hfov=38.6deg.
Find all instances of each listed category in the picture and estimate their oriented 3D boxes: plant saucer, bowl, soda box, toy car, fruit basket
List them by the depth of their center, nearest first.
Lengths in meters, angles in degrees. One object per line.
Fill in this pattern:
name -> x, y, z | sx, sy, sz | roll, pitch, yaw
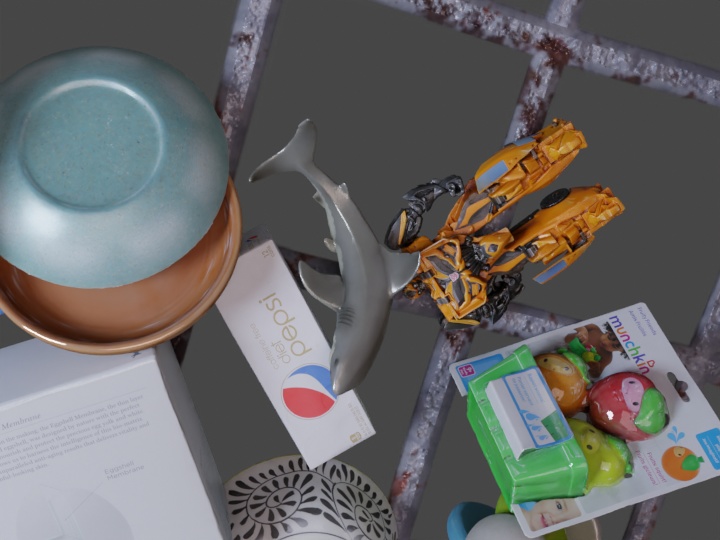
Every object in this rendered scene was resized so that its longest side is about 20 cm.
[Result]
plant saucer -> -0.199, -0.088, 0.770 | 0.201, 0.039, 0.201 | 2, 71, -6
plant saucer -> -0.191, -0.027, 0.796 | 0.200, 0.037, 0.200 | 2, 68, -4
soda box -> -0.062, 0.066, 0.879 | 0.068, 0.064, 0.200 | -28, 109, -3
fruit basket -> 0.200, 0.120, 0.896 | 0.200, 0.185, 0.094 | -19, 142, -3
bowl -> -0.053, 0.275, 0.922 | 0.200, 0.094, 0.201 | -3, 104, -11
toy car -> 0.135, 0.295, 0.944 | 0.150, 0.175, 0.200 | -9, 88, 34

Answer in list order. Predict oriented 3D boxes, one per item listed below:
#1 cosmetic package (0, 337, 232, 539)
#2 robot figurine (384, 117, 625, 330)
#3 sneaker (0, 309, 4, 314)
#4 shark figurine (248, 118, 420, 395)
cosmetic package -> -0.228, 0.159, 0.831 | 0.199, 0.123, 0.200 | -17, 114, -5
robot figurine -> 0.120, -0.035, 0.892 | 0.200, 0.058, 0.145 | -36, 108, -1
sneaker -> -0.372, 0.024, 0.808 | 0.200, 0.066, 0.079 | 6, 115, -13
shark figurine -> 0.003, -0.021, 0.842 | 0.128, 0.089, 0.215 | -22, 97, -51
